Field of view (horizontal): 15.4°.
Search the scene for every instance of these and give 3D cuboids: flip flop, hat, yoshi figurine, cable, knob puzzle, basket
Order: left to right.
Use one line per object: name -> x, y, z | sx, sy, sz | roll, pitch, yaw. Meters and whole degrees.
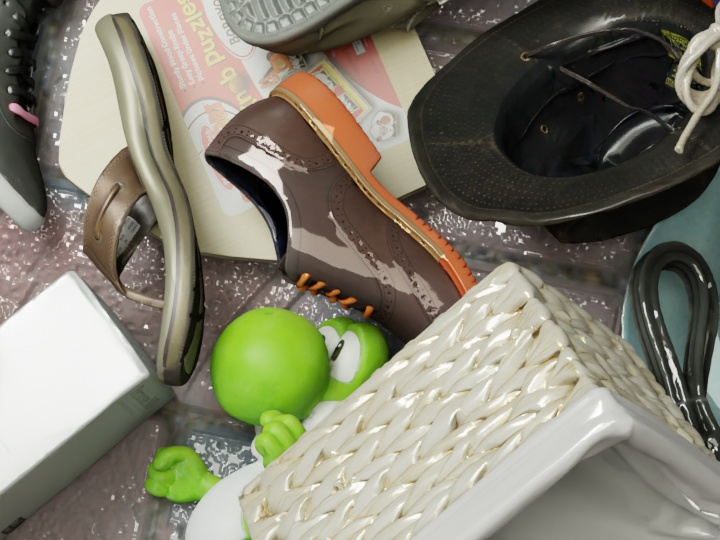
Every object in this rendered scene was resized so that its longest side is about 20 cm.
flip flop -> -0.116, -0.035, 1.348 | 0.057, 0.081, 0.200 | -13, 75, -4
knob puzzle -> -0.065, -0.092, 1.411 | 0.219, 0.030, 0.220 | 0, 80, 3
yoshi figurine -> -0.060, 0.101, 1.339 | 0.112, 0.112, 0.200 | 22, 76, 16
basket -> 0.059, 0.111, 1.245 | 0.200, 0.136, 0.123 | -41, 46, 15
hat -> 0.126, -0.067, 1.358 | 0.200, 0.081, 0.201 | -10, 41, 9
cable -> 0.160, 0.088, 1.318 | 0.097, 0.050, 0.200 | -14, 71, -22

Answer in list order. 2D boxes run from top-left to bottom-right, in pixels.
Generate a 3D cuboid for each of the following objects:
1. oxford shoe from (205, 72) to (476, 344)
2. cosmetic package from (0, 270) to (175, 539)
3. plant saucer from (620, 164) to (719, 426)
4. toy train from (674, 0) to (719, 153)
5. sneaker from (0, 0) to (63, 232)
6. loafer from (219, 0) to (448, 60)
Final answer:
oxford shoe -> 0.000, 0.000, 1.332 | 0.073, 0.071, 0.200 | -34, 79, -20
cosmetic package -> -0.195, 0.094, 1.351 | 0.200, 0.102, 0.074 | -38, 80, -2
plant saucer -> 0.233, 0.035, 1.366 | 0.201, 0.039, 0.201 | -1, 80, 4
toy train -> 0.152, -0.159, 1.315 | 0.116, 0.085, 0.200 | 22, 71, 28
sneaker -> -0.183, -0.124, 1.403 | 0.099, 0.071, 0.200 | -26, 75, 4
loafer -> 0.024, -0.168, 1.369 | 0.200, 0.070, 0.075 | -22, 73, 3
